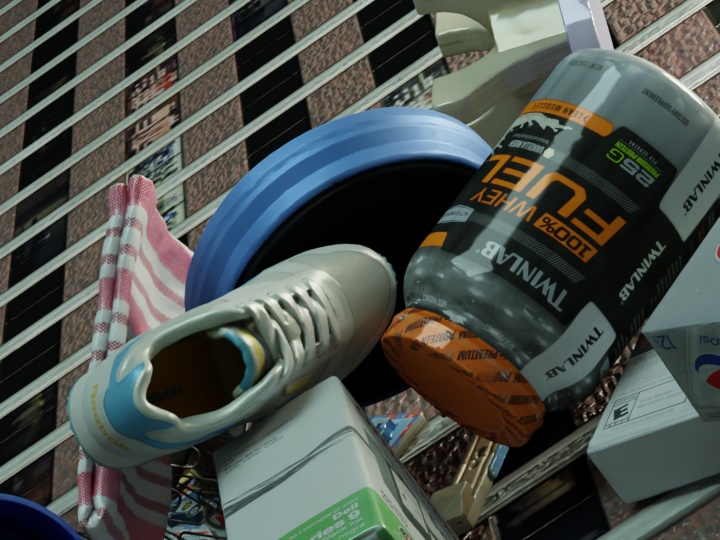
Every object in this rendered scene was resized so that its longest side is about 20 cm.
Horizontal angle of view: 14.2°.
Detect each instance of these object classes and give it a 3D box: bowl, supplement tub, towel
[{"bbox_3d":[0.000,0.000,1.620,0.201,0.201,0.039,-36,48,2],"label":"bowl"},{"bbox_3d":[0.106,-0.011,1.552,0.200,0.123,0.122,-53,24,-17],"label":"supplement tub"},{"bbox_3d":[-0.120,0.063,1.577,0.030,0.146,0.200,2,73,9],"label":"towel"}]

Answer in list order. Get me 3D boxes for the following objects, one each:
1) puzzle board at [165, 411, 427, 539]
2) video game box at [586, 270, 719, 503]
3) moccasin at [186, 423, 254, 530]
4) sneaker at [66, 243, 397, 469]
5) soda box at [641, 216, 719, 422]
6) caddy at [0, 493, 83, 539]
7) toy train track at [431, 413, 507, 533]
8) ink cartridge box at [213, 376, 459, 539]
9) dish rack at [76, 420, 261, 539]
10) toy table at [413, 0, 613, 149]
[{"bbox_3d":[-0.064,0.143,1.768,0.200,0.017,0.151,-10,33,53],"label":"puzzle board"},{"bbox_3d":[0.229,0.025,1.492,0.200,0.047,0.182,-22,26,36],"label":"video game box"},{"bbox_3d":[-0.080,0.107,1.748,0.201,0.078,0.074,12,34,41],"label":"moccasin"},{"bbox_3d":[-0.053,0.042,1.502,0.200,0.077,0.081,-30,2,-31],"label":"sneaker"},{"bbox_3d":[0.223,-0.015,1.433,0.068,0.063,0.200,-11,33,48],"label":"soda box"},{"bbox_3d":[-0.188,0.216,1.569,0.141,0.200,0.105,-44,4,-21],"label":"caddy"},{"bbox_3d":[0.074,0.074,1.641,0.115,0.033,0.200,-24,24,34],"label":"toy train track"},{"bbox_3d":[0.004,0.158,1.426,0.084,0.146,0.200,-34,20,5],"label":"ink cartridge box"},{"bbox_3d":[-0.078,0.146,1.635,0.200,0.055,0.154,22,88,41],"label":"dish rack"},{"bbox_3d":[0.106,-0.151,1.929,0.117,0.184,0.200,-16,11,9],"label":"toy table"}]
